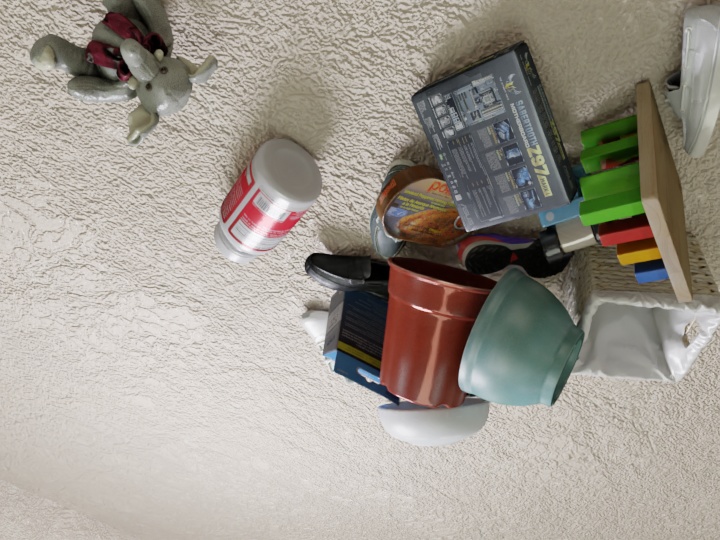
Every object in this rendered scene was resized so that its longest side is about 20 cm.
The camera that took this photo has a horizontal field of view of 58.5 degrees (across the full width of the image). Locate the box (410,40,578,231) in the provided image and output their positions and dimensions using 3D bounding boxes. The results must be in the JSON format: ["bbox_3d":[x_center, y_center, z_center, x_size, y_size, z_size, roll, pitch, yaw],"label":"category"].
[{"bbox_3d":[0.172,-0.164,0.828,0.155,0.051,0.204,-13,111,41],"label":"box"}]

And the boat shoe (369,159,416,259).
[{"bbox_3d":[0.050,-0.080,1.015,0.070,0.063,0.203,11,139,-1],"label":"boat shoe"}]

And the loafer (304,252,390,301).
[{"bbox_3d":[0.000,0.000,1.117,0.195,0.069,0.071,14,132,-14],"label":"loafer"}]

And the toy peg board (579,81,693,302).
[{"bbox_3d":[0.357,-0.093,0.841,0.096,0.204,0.200,-11,137,33],"label":"toy peg board"}]

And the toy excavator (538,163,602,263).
[{"bbox_3d":[0.283,-0.122,0.903,0.098,0.206,0.193,-19,174,28],"label":"toy excavator"}]

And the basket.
[{"bbox_3d":[0.431,0.053,1.017,0.193,0.164,0.201,5,140,6],"label":"basket"}]

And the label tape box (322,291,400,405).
[{"bbox_3d":[0.007,0.137,1.147,0.141,0.204,0.066,28,134,-20],"label":"label tape box"}]

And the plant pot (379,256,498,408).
[{"bbox_3d":[0.118,0.100,1.039,0.194,0.201,0.202,12,98,-4],"label":"plant pot"}]

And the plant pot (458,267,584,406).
[{"bbox_3d":[0.250,0.118,0.958,0.132,0.201,0.203,26,147,27],"label":"plant pot"}]

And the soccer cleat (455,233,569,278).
[{"bbox_3d":[0.247,-0.032,1.042,0.194,0.074,0.070,0,119,-16],"label":"soccer cleat"}]

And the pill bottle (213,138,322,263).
[{"bbox_3d":[-0.151,-0.098,0.993,0.110,0.115,0.199,28,137,-21],"label":"pill bottle"}]

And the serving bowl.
[{"bbox_3d":[0.127,0.262,1.107,0.193,0.068,0.200,-4,174,0],"label":"serving bowl"}]

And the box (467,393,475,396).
[{"bbox_3d":[0.168,0.231,1.283,0.154,0.051,0.200,-1,168,9],"label":"box"}]

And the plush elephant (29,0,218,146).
[{"bbox_3d":[-0.273,-0.253,0.794,0.154,0.166,0.200,34,173,35],"label":"plush elephant"}]

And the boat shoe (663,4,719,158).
[{"bbox_3d":[0.407,-0.225,0.782,0.067,0.073,0.202,15,151,27],"label":"boat shoe"}]

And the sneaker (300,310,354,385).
[{"bbox_3d":[-0.051,0.154,1.291,0.069,0.082,0.200,-19,131,32],"label":"sneaker"}]

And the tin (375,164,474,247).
[{"bbox_3d":[0.108,-0.093,0.946,0.196,0.043,0.112,9,133,-41],"label":"tin"}]
